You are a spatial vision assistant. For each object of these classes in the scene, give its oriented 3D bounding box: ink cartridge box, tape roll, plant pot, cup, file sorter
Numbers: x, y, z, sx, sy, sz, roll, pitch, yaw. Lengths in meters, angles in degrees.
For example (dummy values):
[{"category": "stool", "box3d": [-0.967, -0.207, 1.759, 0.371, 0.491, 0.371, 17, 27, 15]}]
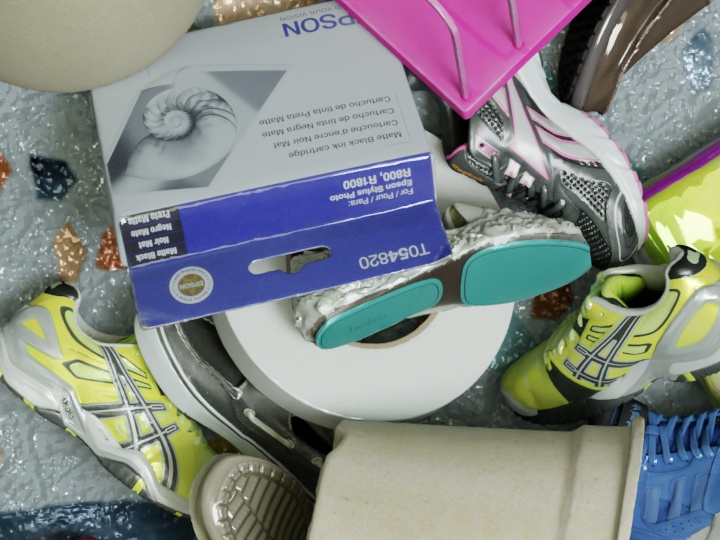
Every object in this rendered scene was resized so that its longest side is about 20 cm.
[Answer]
[{"category": "ink cartridge box", "box3d": [-0.060, -0.072, 1.281, 0.198, 0.201, 0.041, -13, 143, -6]}, {"category": "tape roll", "box3d": [0.000, 0.000, 1.327, 0.201, 0.037, 0.205, 4, 73, -14]}, {"category": "plant pot", "box3d": [0.063, 0.170, 1.254, 0.182, 0.200, 0.203, 11, 97, 7]}, {"category": "cup", "box3d": [-0.181, -0.216, 1.234, 0.198, 0.143, 0.202, 0, 85, -5]}, {"category": "file sorter", "box3d": [0.081, -0.225, 1.258, 0.200, 0.126, 0.139, -44, 71, -9]}]

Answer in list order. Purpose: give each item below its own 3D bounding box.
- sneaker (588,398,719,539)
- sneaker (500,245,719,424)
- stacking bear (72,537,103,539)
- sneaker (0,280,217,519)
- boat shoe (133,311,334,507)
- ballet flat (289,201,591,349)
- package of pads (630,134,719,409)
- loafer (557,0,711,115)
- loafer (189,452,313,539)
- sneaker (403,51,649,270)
[{"category": "sneaker", "box3d": [0.204, 0.116, 1.351, 0.111, 0.200, 0.077, 31, 51, -7]}, {"category": "sneaker", "box3d": [0.161, 0.036, 1.329, 0.199, 0.076, 0.076, -27, 113, 39]}, {"category": "stacking bear", "box3d": [-0.141, 0.262, 1.356, 0.113, 0.121, 0.200, -39, 94, 2]}, {"category": "sneaker", "box3d": [-0.143, 0.088, 1.343, 0.200, 0.075, 0.077, 39, 93, -13]}, {"category": "boat shoe", "box3d": [-0.058, 0.081, 1.347, 0.063, 0.071, 0.200, -32, 112, 36]}, {"category": "ballet flat", "box3d": [0.046, -0.010, 1.289, 0.198, 0.072, 0.072, -14, 100, -18]}, {"category": "package of pads", "box3d": [0.273, 0.006, 1.387, 0.154, 0.068, 0.201, -32, 101, -2]}, {"category": "loafer", "box3d": [0.194, -0.182, 1.346, 0.071, 0.073, 0.201, 28, 95, -11]}, {"category": "loafer", "box3d": [-0.061, 0.178, 1.328, 0.076, 0.068, 0.200, -61, 142, -23]}, {"category": "sneaker", "box3d": [0.096, -0.077, 1.336, 0.086, 0.080, 0.201, -37, 88, -25]}]
